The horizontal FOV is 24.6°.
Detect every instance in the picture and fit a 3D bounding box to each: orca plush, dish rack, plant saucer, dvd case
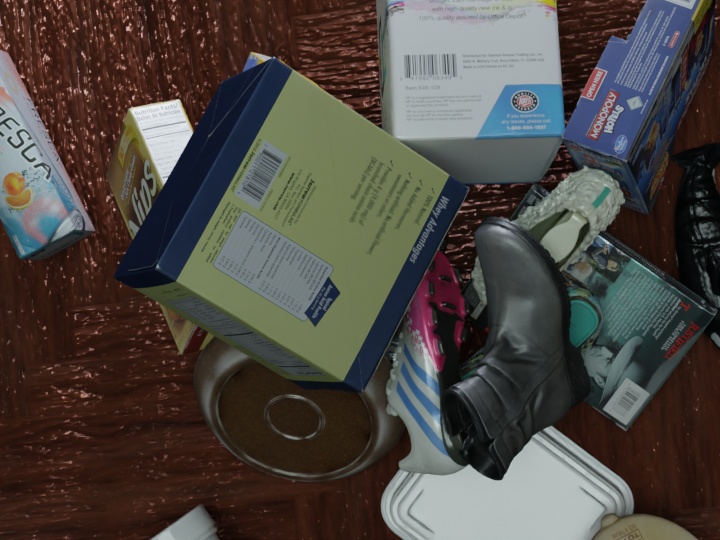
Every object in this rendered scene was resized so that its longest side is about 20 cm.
[{"bbox_3d":[0.330,-0.016,1.486,0.105,0.071,0.201,0,91,7],"label":"orca plush"},{"bbox_3d":[0.135,0.219,1.530,0.200,0.044,0.172,37,94,4],"label":"dish rack"},{"bbox_3d":[-0.058,0.126,1.501,0.200,0.032,0.200,6,129,7],"label":"plant saucer"},{"bbox_3d":[0.201,0.034,1.506,0.200,0.022,0.146,35,115,7],"label":"dvd case"}]

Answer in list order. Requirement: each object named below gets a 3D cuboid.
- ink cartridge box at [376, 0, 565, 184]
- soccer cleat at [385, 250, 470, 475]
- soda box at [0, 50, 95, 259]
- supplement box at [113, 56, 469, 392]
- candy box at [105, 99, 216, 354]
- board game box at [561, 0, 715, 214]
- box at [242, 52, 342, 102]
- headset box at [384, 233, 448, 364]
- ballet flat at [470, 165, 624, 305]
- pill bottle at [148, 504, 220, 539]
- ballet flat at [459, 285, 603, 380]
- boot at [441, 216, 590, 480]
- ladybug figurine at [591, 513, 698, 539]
[{"bbox_3d":[0.091,-0.190,1.445,0.146,0.146,0.200,-1,77,-3],"label":"ink cartridge box"},{"bbox_3d":[0.052,0.082,1.446,0.086,0.070,0.200,-18,70,35],"label":"soccer cleat"},{"bbox_3d":[-0.329,-0.111,1.566,0.063,0.068,0.200,-28,87,7],"label":"soda box"},{"bbox_3d":[-0.057,-0.032,1.362,0.200,0.134,0.200,32,76,-18],"label":"supplement box"},{"bbox_3d":[-0.163,-0.039,1.494,0.055,0.115,0.200,-15,67,-28],"label":"candy box"},{"bbox_3d":[0.247,-0.143,1.452,0.062,0.200,0.200,22,72,17],"label":"board game box"},{"bbox_3d":[-0.096,-0.086,1.508,0.119,0.041,0.200,38,108,49],"label":"box"},{"bbox_3d":[0.000,0.000,1.525,0.148,0.075,0.200,10,92,6],"label":"headset box"},{"bbox_3d":[0.150,-0.016,1.427,0.072,0.072,0.200,44,135,4],"label":"ballet flat"},{"bbox_3d":[-0.125,0.322,1.529,0.111,0.111,0.200,-35,87,6],"label":"pill bottle"},{"bbox_3d":[0.137,0.085,1.488,0.200,0.074,0.074,-37,87,14],"label":"ballet flat"},{"bbox_3d":[0.116,0.068,1.368,0.132,0.070,0.200,-38,115,-30],"label":"boot"},{"bbox_3d":[0.265,0.304,1.490,0.136,0.072,0.200,-25,98,-5],"label":"ladybug figurine"}]
